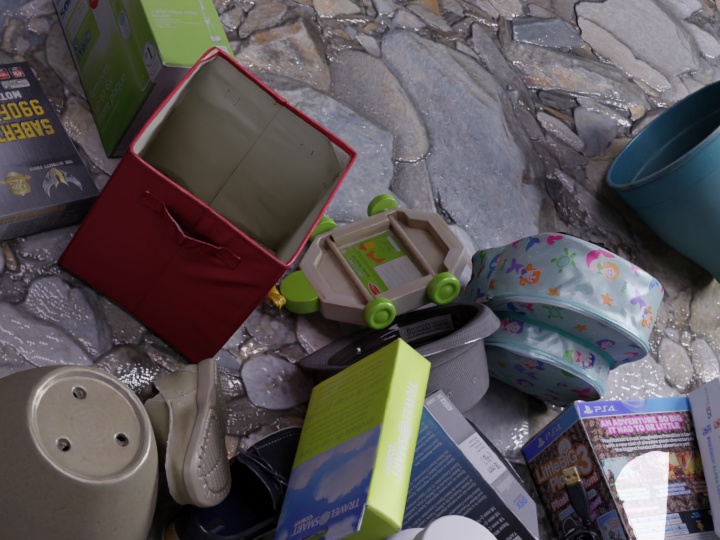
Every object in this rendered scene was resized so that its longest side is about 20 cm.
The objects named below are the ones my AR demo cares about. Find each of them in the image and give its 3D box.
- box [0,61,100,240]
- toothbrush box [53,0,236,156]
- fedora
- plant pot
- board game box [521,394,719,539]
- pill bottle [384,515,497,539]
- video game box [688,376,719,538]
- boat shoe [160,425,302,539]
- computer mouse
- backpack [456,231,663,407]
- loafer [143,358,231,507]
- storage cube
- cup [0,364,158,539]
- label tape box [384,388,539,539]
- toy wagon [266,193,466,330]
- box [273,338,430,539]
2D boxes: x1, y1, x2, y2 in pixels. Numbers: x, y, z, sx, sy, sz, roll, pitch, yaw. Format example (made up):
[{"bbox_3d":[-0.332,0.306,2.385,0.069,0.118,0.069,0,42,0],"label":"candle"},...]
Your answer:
[{"bbox_3d":[-0.354,-0.100,1.432,0.199,0.048,0.159,-15,67,-41],"label":"box"},{"bbox_3d":[-0.213,-0.233,1.565,0.086,0.146,0.201,-2,60,-35],"label":"toothbrush box"},{"bbox_3d":[0.047,0.100,1.509,0.199,0.176,0.091,-24,103,-43],"label":"fedora"},{"bbox_3d":[0.424,-0.092,1.888,0.188,0.199,0.200,50,42,-14],"label":"plant pot"},{"bbox_3d":[0.277,0.235,1.584,0.159,0.097,0.201,1,57,-35],"label":"board game box"},{"bbox_3d":[0.035,0.280,1.303,0.112,0.200,0.113,18,49,-22],"label":"pill bottle"},{"bbox_3d":[0.414,0.229,1.607,0.200,0.047,0.183,38,30,-29],"label":"video game box"},{"bbox_3d":[-0.091,0.190,1.385,0.075,0.062,0.200,48,42,9],"label":"boat shoe"},{"bbox_3d":[0.147,0.208,1.476,0.140,0.046,0.201,-31,100,-23],"label":"computer mouse"},{"bbox_3d":[0.198,0.045,1.605,0.177,0.200,0.151,26,66,-17],"label":"backpack"},{"bbox_3d":[-0.148,0.141,1.345,0.200,0.068,0.076,-97,173,-71],"label":"loafer"},{"bbox_3d":[-0.140,-0.055,1.455,0.171,0.180,0.200,36,45,-6],"label":"storage cube"},{"bbox_3d":[-0.236,0.154,1.251,0.199,0.143,0.201,19,49,-23],"label":"cup"},{"bbox_3d":[0.074,0.229,1.407,0.200,0.144,0.063,50,19,8],"label":"label tape box"},{"bbox_3d":[0.000,0.000,1.573,0.199,0.040,0.155,-21,41,-13],"label":"toy wagon"},{"bbox_3d":[-0.009,0.163,1.345,0.048,0.122,0.201,38,42,-24],"label":"box"}]
